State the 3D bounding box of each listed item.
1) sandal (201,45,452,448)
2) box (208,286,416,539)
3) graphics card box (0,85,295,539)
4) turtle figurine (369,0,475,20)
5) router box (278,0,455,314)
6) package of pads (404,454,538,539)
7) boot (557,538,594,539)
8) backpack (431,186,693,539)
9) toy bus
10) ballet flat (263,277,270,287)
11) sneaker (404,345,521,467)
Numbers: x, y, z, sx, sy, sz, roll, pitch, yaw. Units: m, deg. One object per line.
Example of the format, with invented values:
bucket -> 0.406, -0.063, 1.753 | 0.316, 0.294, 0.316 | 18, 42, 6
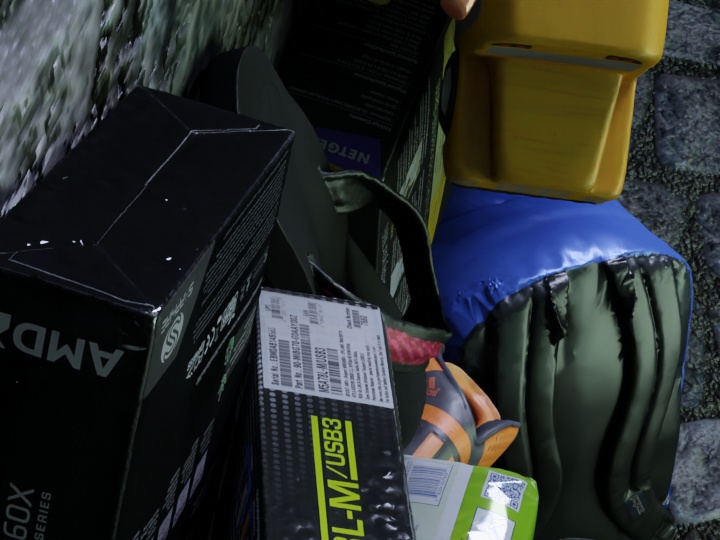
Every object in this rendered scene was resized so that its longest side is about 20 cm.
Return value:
sandal -> 0.000, 0.000, 0.683 | 0.200, 0.045, 0.076 | 63, 19, -54
box -> -0.025, 0.138, 0.565 | 0.201, 0.047, 0.194 | -97, -160, -58
graphics card box -> -0.071, 0.067, 0.533 | 0.126, 0.050, 0.201 | -60, 166, -63
turtle figurine -> 0.016, -0.146, 0.634 | 0.161, 0.064, 0.202 | 115, -20, -70
router box -> 0.008, -0.057, 0.826 | 0.200, 0.052, 0.158 | 93, 17, -63
package of pads -> 0.013, 0.192, 0.791 | 0.155, 0.068, 0.201 | -67, 166, -50
boot -> 0.082, 0.220, 0.833 | 0.165, 0.065, 0.202 | 54, 45, -69
backpack -> 0.065, 0.046, 1.041 | 0.162, 0.168, 0.201 | -18, 134, -27
toy bus -> 0.072, -0.127, 0.701 | 0.078, 0.065, 0.202 | 158, -61, -82
ballet flat -> -0.033, 0.079, 0.761 | 0.069, 0.071, 0.201 | -65, 169, -53
sneaker -> 0.017, 0.100, 0.939 | 0.112, 0.078, 0.200 | -47, -179, -20
